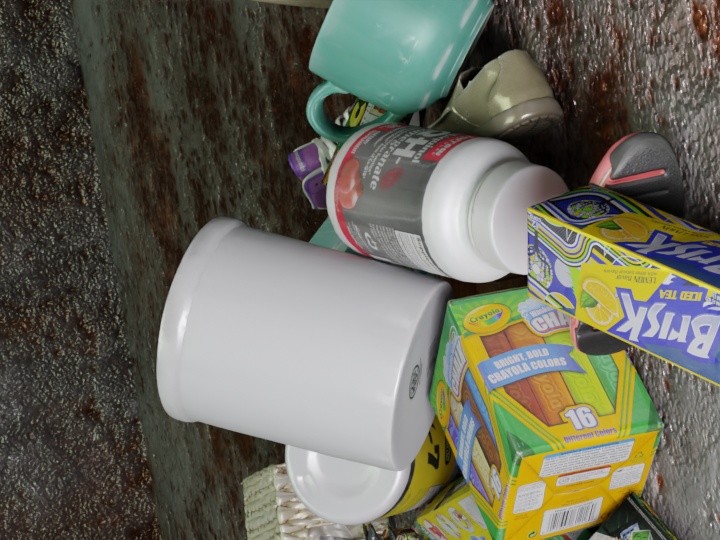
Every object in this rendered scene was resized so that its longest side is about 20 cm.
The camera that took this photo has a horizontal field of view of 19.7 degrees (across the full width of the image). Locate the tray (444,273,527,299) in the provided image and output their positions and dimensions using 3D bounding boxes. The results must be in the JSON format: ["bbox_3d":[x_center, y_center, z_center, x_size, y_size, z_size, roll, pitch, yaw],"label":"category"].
[{"bbox_3d":[0.118,0.096,1.801,0.099,0.037,0.202,-159,60,-63],"label":"tray"}]

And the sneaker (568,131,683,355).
[{"bbox_3d":[0.174,-0.032,1.490,0.201,0.073,0.087,98,159,-44],"label":"sneaker"}]

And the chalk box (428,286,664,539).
[{"bbox_3d":[0.133,0.092,1.609,0.124,0.124,0.201,99,154,-48],"label":"chalk box"}]

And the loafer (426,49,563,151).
[{"bbox_3d":[0.104,-0.130,1.677,0.200,0.075,0.069,158,103,-65],"label":"loafer"}]

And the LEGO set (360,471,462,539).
[{"bbox_3d":[0.046,0.247,1.997,0.154,0.115,0.201,-116,23,-44],"label":"LEGO set"}]

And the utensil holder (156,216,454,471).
[{"bbox_3d":[-0.041,0.062,1.667,0.170,0.198,0.171,15,-90,-73],"label":"utensil holder"}]

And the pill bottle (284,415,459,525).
[{"bbox_3d":[0.019,0.159,1.827,0.200,0.113,0.115,2,-104,-70],"label":"pill bottle"}]

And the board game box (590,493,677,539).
[{"bbox_3d":[0.209,0.251,1.486,0.023,0.105,0.200,39,-173,-29],"label":"board game box"}]

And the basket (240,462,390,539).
[{"bbox_3d":[-0.051,0.278,2.326,0.200,0.134,0.124,146,117,-72],"label":"basket"}]

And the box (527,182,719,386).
[{"bbox_3d":[0.198,0.010,1.335,0.199,0.064,0.071,26,128,44],"label":"box"}]

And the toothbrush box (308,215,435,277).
[{"bbox_3d":[0.000,0.000,1.870,0.085,0.201,0.146,39,169,-13],"label":"toothbrush box"}]

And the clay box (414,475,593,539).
[{"bbox_3d":[0.121,0.225,1.766,0.115,0.048,0.200,42,161,-1],"label":"clay box"}]

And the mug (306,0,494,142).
[{"bbox_3d":[0.037,-0.198,1.720,0.153,0.114,0.185,-61,-3,-36],"label":"mug"}]

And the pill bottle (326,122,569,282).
[{"bbox_3d":[0.070,-0.051,1.600,0.199,0.110,0.112,14,114,53],"label":"pill bottle"}]

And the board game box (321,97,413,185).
[{"bbox_3d":[0.026,-0.158,1.837,0.201,0.023,0.105,-68,19,3],"label":"board game box"}]

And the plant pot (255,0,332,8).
[{"bbox_3d":[-0.096,-0.362,2.025,0.200,0.176,0.202,-134,37,-62],"label":"plant pot"}]

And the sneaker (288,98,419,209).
[{"bbox_3d":[-0.009,-0.124,1.982,0.201,0.113,0.073,102,154,-49],"label":"sneaker"}]
